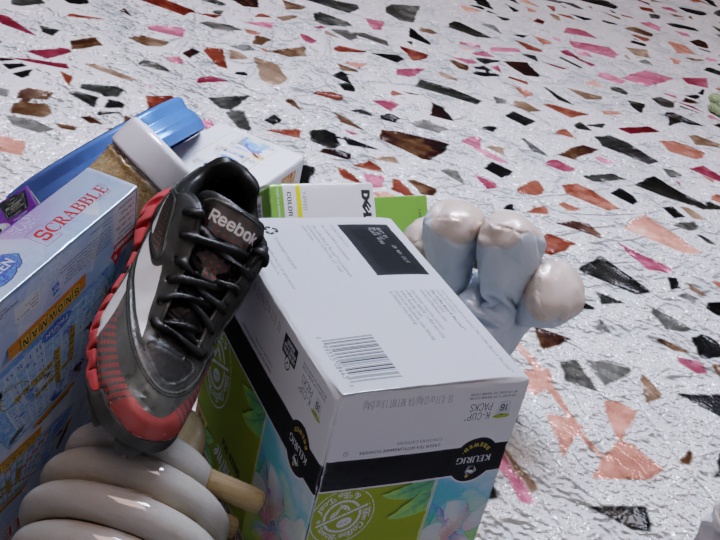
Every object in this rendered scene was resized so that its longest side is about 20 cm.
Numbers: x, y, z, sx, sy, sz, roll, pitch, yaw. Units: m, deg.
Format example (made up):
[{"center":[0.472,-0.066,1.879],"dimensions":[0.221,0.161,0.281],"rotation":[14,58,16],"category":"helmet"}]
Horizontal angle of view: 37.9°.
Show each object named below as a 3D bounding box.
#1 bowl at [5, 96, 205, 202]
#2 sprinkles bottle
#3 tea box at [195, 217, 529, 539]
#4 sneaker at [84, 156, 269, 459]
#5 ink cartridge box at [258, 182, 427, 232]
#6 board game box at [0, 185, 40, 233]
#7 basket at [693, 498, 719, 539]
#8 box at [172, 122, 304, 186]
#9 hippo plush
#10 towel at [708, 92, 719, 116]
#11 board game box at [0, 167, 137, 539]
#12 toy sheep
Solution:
[{"center":[-0.238,-0.099,0.974],"dimensions":[0.198,0.040,0.201],"rotation":[-29,10,5],"category":"bowl"},{"center":[-0.224,-0.028,0.836],"dimensions":[0.068,0.200,0.068],"rotation":[43,-4,4],"category":"sprinkles bottle"},{"center":[-0.014,0.098,0.701],"dimensions":[0.131,0.200,0.200],"rotation":[-2,31,-26],"category":"tea box"},{"center":[-0.101,0.010,0.609],"dimensions":[0.070,0.098,0.203],"rotation":[33,42,-23],"category":"sneaker"},{"center":[0.000,0.000,0.920],"dimensions":[0.197,0.151,0.075],"rotation":[-4,-4,-30],"category":"ink cartridge box"},{"center":[-0.304,0.029,0.753],"dimensions":[0.199,0.033,0.120],"rotation":[-35,40,-9],"category":"board game box"},{"center":[0.279,0.242,0.585],"dimensions":[0.159,0.203,0.198],"rotation":[-7,35,-38],"category":"basket"},{"center":[-0.147,-0.044,0.977],"dimensions":[0.100,0.114,0.200],"rotation":[22,30,15],"category":"box"},{"center":[0.071,0.051,0.872],"dimensions":[0.159,0.200,0.161],"rotation":[38,59,3],"category":"hippo plush"},{"center":[0.723,-0.265,1.861],"dimensions":[0.146,0.037,0.201],"rotation":[-1,33,-26],"category":"towel"},{"center":[-0.205,0.071,0.631],"dimensions":[0.041,0.202,0.200],"rotation":[20,36,12],"category":"board game box"},{"center":[-0.137,0.164,0.604],"dimensions":[0.135,0.139,0.202],"rotation":[15,50,1],"category":"toy sheep"}]
